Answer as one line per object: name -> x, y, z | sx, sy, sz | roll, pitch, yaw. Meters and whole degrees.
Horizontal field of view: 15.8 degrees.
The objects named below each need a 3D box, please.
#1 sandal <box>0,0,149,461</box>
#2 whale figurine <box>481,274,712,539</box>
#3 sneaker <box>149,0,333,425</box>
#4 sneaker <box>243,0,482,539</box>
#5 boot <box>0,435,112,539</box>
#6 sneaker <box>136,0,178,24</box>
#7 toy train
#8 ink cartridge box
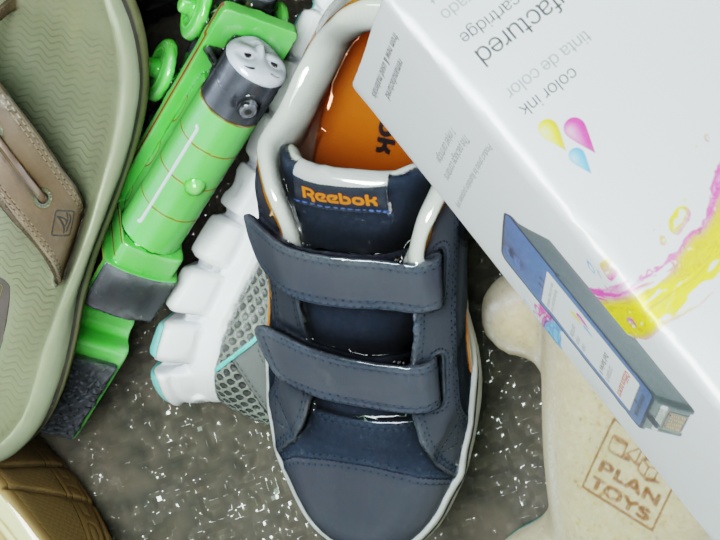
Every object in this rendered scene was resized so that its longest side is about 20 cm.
sandal -> -0.122, -0.028, 0.873 | 0.079, 0.057, 0.203 | 14, 102, 24
whale figurine -> 0.115, 0.044, 0.888 | 0.158, 0.104, 0.201 | 30, 118, 16
sneaker -> 0.002, -0.030, 0.930 | 0.091, 0.078, 0.201 | 25, 101, 6
sneaker -> 0.000, 0.000, 0.856 | 0.078, 0.079, 0.202 | 5, 97, 15
boot -> -0.196, 0.102, 0.966 | 0.200, 0.073, 0.156 | 41, 96, 15
sneaker -> -0.073, -0.123, 0.934 | 0.198, 0.104, 0.061 | -9, 89, 13
toy train -> -0.077, -0.019, 0.912 | 0.200, 0.041, 0.057 | -56, 29, 34
ink cartridge box -> 0.116, -0.032, 0.767 | 0.145, 0.088, 0.200 | -36, 83, -14
